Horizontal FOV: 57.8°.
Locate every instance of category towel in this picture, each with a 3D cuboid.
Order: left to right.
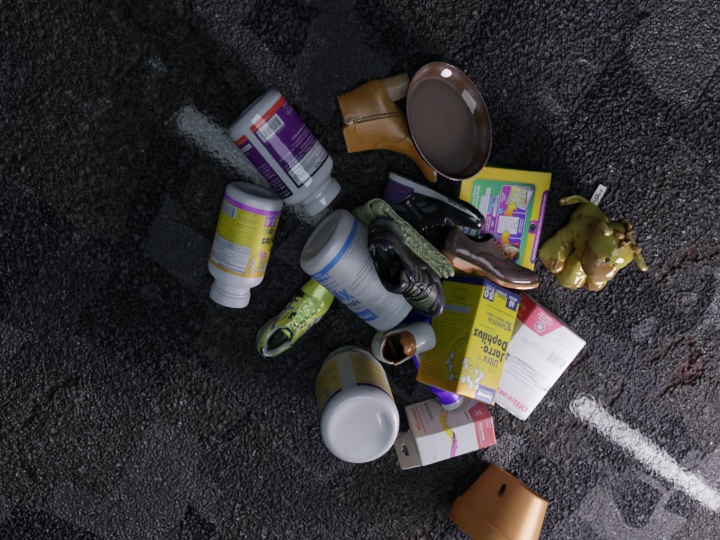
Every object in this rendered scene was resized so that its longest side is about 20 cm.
[{"bbox_3d":[0.074,-0.052,1.158,0.198,0.148,0.037,39,80,-10],"label":"towel"}]

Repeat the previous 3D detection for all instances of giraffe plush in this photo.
[{"bbox_3d":[0.445,-0.042,1.205,0.167,0.163,0.206,7,108,-10],"label":"giraffe plush"}]

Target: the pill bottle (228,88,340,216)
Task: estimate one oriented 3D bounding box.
[{"bbox_3d":[-0.122,-0.194,1.100,0.112,0.113,0.201,-38,110,6],"label":"pill bottle"}]

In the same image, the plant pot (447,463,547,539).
[{"bbox_3d":[0.298,0.506,1.367,0.198,0.200,0.142,33,85,-17],"label":"plant pot"}]

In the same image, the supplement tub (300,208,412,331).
[{"bbox_3d":[0.000,0.000,1.168,0.199,0.132,0.132,40,100,-21],"label":"supplement tub"}]

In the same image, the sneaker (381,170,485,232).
[{"bbox_3d":[0.124,-0.099,1.153,0.197,0.075,0.090,28,104,24],"label":"sneaker"}]

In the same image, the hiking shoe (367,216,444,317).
[{"bbox_3d":[0.068,0.016,1.067,0.075,0.102,0.201,-27,114,31],"label":"hiking shoe"}]

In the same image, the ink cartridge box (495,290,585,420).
[{"bbox_3d":[0.325,0.171,1.302,0.143,0.085,0.202,33,100,-17],"label":"ink cartridge box"}]

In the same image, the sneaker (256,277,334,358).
[{"bbox_3d":[-0.114,0.092,1.217,0.075,0.077,0.200,41,97,-17],"label":"sneaker"}]

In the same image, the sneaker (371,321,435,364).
[{"bbox_3d":[0.053,0.135,1.197,0.083,0.199,0.075,-19,84,-29],"label":"sneaker"}]

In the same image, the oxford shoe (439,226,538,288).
[{"bbox_3d":[0.241,-0.022,1.173,0.194,0.071,0.075,18,104,-13],"label":"oxford shoe"}]

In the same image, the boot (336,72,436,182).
[{"bbox_3d":[0.045,-0.229,1.140,0.140,0.071,0.206,-21,104,2],"label":"boot"}]

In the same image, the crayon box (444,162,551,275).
[{"bbox_3d":[0.250,-0.094,1.216,0.167,0.058,0.206,4,109,-8],"label":"crayon box"}]

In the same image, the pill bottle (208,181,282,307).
[{"bbox_3d":[-0.207,-0.043,1.143,0.101,0.105,0.205,14,107,-12],"label":"pill bottle"}]

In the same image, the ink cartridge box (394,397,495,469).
[{"bbox_3d":[0.159,0.315,1.309,0.194,0.117,0.069,-16,112,-3],"label":"ink cartridge box"}]

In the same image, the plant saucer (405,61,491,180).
[{"bbox_3d":[0.146,-0.251,1.115,0.195,0.032,0.207,8,77,-34],"label":"plant saucer"}]

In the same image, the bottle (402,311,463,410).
[{"bbox_3d":[0.147,0.174,1.263,0.082,0.066,0.204,-23,109,2],"label":"bottle"}]

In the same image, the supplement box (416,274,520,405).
[{"bbox_3d":[0.196,0.123,1.181,0.107,0.108,0.206,21,81,-35],"label":"supplement box"}]

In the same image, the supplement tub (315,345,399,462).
[{"bbox_3d":[-0.011,0.241,1.216,0.140,0.201,0.150,-2,109,-6],"label":"supplement tub"}]

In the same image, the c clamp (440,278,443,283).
[{"bbox_3d":[0.138,0.094,1.284,0.165,0.027,0.206,10,108,-6],"label":"c clamp"}]
